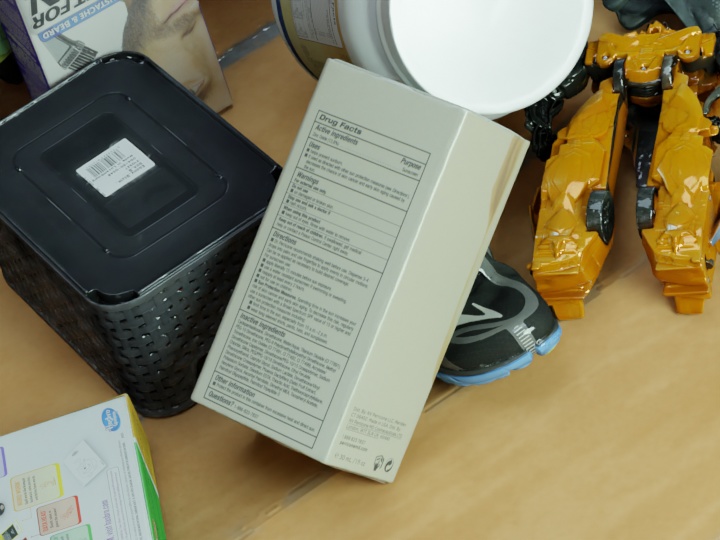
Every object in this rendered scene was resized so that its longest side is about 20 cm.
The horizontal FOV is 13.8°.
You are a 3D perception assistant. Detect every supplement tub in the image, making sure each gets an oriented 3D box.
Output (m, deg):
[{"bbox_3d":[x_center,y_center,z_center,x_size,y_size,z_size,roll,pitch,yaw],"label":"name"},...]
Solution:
[{"bbox_3d":[0.041,-0.160,1.716,0.144,0.145,0.200,-30,17,-12],"label":"supplement tub"}]

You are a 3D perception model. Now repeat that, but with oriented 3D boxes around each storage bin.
[{"bbox_3d":[-0.127,-0.025,1.721,0.135,0.094,0.200,-34,45,-16],"label":"storage bin"}]

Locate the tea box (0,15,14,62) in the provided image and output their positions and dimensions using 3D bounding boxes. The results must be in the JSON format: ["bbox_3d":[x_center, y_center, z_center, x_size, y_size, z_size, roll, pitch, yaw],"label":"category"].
[{"bbox_3d":[-0.344,-0.158,1.799,0.199,0.134,0.197,19,53,35],"label":"tea box"}]

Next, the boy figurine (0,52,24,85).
[{"bbox_3d":[-0.163,-0.201,1.942,0.124,0.065,0.200,11,52,42],"label":"boy figurine"}]

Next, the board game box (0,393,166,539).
[{"bbox_3d":[-0.203,0.159,1.592,0.199,0.040,0.153,-17,42,2],"label":"board game box"}]

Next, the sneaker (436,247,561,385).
[{"bbox_3d":[0.039,-0.006,1.645,0.071,0.083,0.200,-30,43,-12],"label":"sneaker"}]

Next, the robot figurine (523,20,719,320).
[{"bbox_3d":[0.158,-0.063,1.680,0.144,0.058,0.201,-2,45,18],"label":"robot figurine"}]

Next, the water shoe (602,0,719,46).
[{"bbox_3d":[0.235,-0.150,1.754,0.199,0.071,0.079,22,83,35],"label":"water shoe"}]

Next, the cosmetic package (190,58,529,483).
[{"bbox_3d":[0.000,0.000,1.588,0.105,0.071,0.201,24,92,36],"label":"cosmetic package"}]

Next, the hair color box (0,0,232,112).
[{"bbox_3d":[-0.159,-0.161,1.795,0.109,0.201,0.065,-32,45,-14],"label":"hair color box"}]
